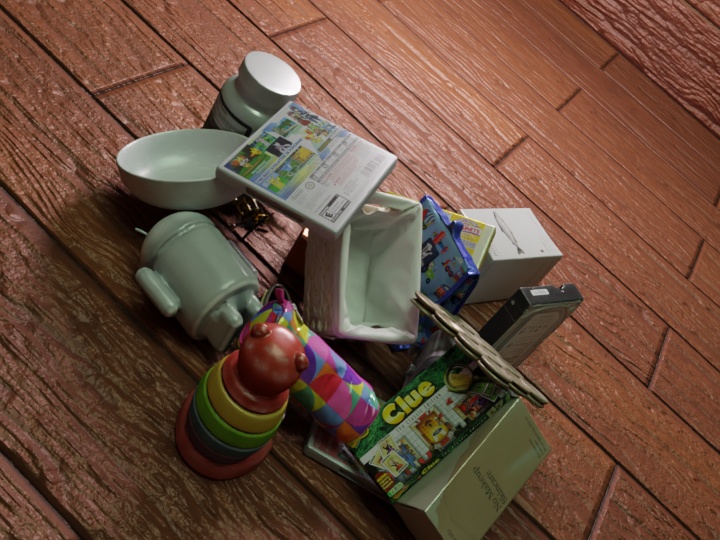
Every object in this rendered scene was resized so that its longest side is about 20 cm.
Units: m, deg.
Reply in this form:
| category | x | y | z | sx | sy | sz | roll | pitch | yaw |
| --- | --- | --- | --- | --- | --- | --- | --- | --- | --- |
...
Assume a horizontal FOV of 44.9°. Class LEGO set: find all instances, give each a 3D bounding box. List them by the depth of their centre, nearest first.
| category | x | y | z | sx | sy | sz | roll | pitch | yaw |
| --- | --- | --- | --- | --- | --- | --- | --- | --- | --- |
| LEGO set | -0.101 | -0.120 | 1.293 | 0.153 | 0.199 | 0.117 | -5 | 59 | -58 |

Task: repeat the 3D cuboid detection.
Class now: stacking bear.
| category | x | y | z | sx | sy | sz | roll | pitch | yaw |
| --- | --- | --- | --- | --- | --- | --- | --- | --- | --- |
| stacking bear | -0.126 | 0.137 | 0.984 | 0.121 | 0.201 | 0.114 | 39 | 36 | 3 |

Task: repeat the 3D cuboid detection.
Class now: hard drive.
| category | x | y | z | sx | sy | sz | roll | pitch | yaw |
| --- | --- | --- | --- | --- | --- | --- | --- | --- | --- |
| hard drive | 0.234 | 0.098 | 1.327 | 0.138 | 0.201 | 0.038 | -3 | 53 | -42 |

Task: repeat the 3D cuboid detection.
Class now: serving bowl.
| category | x | y | z | sx | sy | sz | roll | pitch | yaw |
| --- | --- | --- | --- | --- | --- | --- | --- | --- | --- |
| serving bowl | -0.233 | -0.132 | 1.205 | 0.194 | 0.067 | 0.201 | 0 | 28 | 0 |

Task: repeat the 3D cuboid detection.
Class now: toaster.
| category | x | y | z | sx | sy | sz | roll | pitch | yaw |
| --- | --- | --- | --- | --- | --- | --- | --- | --- | --- |
| toaster | 0.150 | 0.174 | 1.238 | 0.198 | 0.115 | 0.130 | 32 | 23 | -6 |

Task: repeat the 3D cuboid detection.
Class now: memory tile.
| category | x | y | z | sx | sy | sz | roll | pitch | yaw |
| --- | --- | --- | --- | --- | --- | --- | --- | --- | --- |
| memory tile | 0.157 | 0.106 | 1.166 | 0.152 | 0.017 | 0.200 | 32 | 11 | -46 |

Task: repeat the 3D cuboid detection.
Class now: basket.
| category | x | y | z | sx | sy | sz | roll | pitch | yaw |
| --- | --- | --- | --- | --- | --- | --- | --- | --- | --- |
| basket | 0.000 | 0.000 | 1.234 | 0.133 | 0.122 | 0.206 | 9 | 80 | -32 |

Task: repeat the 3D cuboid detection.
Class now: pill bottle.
| category | x | y | z | sx | sy | sz | roll | pitch | yaw |
| --- | --- | --- | --- | --- | --- | --- | --- | --- | --- |
| pill bottle | -0.173 | -0.222 | 1.322 | 0.114 | 0.201 | 0.118 | 22 | 38 | -19 |

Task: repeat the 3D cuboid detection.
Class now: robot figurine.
| category | x | y | z | sx | sy | sz | roll | pitch | yaw |
| --- | --- | --- | --- | --- | --- | --- | --- | --- | --- |
| robot figurine | -0.208 | 0.007 | 1.124 | 0.201 | 0.114 | 0.168 | 50 | 36 | 17 |

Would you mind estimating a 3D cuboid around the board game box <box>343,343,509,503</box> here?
| category | x | y | z | sx | sy | sz | roll | pitch | yaw |
| --- | --- | --- | --- | --- | --- | --- | --- | --- | --- |
| board game box | 0.083 | 0.189 | 1.103 | 0.199 | 0.024 | 0.105 | -39 | 51 | -13 |

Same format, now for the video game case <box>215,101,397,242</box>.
| category | x | y | z | sx | sy | sz | roll | pitch | yaw |
| --- | --- | --- | --- | --- | --- | --- | --- | --- | --- |
| video game case | -0.067 | -0.137 | 1.161 | 0.180 | 0.022 | 0.201 | 28 | 44 | 9 |

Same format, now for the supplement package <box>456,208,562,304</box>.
| category | x | y | z | sx | sy | sz | roll | pitch | yaw |
| --- | --- | --- | --- | --- | --- | --- | --- | --- | --- |
| supplement package | 0.236 | -0.028 | 1.531 | 0.197 | 0.118 | 0.118 | -5 | 54 | -42 |

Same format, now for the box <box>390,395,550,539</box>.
| category | x | y | z | sx | sy | sz | roll | pitch | yaw |
| --- | --- | --- | --- | --- | --- | --- | --- | --- | --- |
| box | 0.141 | 0.258 | 1.098 | 0.200 | 0.077 | 0.096 | -44 | 109 | -27 |

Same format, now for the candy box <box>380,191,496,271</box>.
| category | x | y | z | sx | sy | sz | roll | pitch | yaw |
| --- | --- | --- | --- | --- | --- | --- | --- | --- | --- |
| candy box | 0.113 | -0.055 | 1.430 | 0.196 | 0.027 | 0.104 | 20 | 66 | 19 |

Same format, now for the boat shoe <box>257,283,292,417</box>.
| category | x | y | z | sx | sy | sz | roll | pitch | yaw |
| --- | --- | --- | --- | --- | --- | --- | --- | --- | --- |
| boat shoe | -0.116 | 0.106 | 1.142 | 0.071 | 0.060 | 0.203 | 20 | 40 | -24 |

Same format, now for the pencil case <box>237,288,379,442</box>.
| category | x | y | z | sx | sy | sz | roll | pitch | yaw |
| --- | --- | --- | --- | --- | --- | --- | --- | --- | --- |
| pencil case | -0.061 | 0.122 | 1.075 | 0.201 | 0.087 | 0.089 | 49 | 31 | -22 |

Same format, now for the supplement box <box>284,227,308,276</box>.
| category | x | y | z | sx | sy | sz | roll | pitch | yaw |
| --- | --- | --- | --- | --- | --- | --- | --- | --- | --- |
| supplement box | -0.053 | -0.070 | 1.376 | 0.068 | 0.067 | 0.202 | 31 | 38 | -8 |

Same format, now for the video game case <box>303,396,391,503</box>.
| category | x | y | z | sx | sy | sz | roll | pitch | yaw |
| --- | --- | --- | --- | --- | --- | --- | --- | --- | --- |
| video game case | 0.026 | 0.234 | 1.163 | 0.197 | 0.018 | 0.144 | 32 | 37 | -9 |

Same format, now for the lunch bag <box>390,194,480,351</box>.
| category | x | y | z | sx | sy | sz | roll | pitch | yaw |
| --- | --- | --- | --- | --- | --- | --- | --- | --- | --- |
| lunch bag | 0.100 | 0.000 | 1.317 | 0.092 | 0.201 | 0.152 | 1 | 49 | -39 |
